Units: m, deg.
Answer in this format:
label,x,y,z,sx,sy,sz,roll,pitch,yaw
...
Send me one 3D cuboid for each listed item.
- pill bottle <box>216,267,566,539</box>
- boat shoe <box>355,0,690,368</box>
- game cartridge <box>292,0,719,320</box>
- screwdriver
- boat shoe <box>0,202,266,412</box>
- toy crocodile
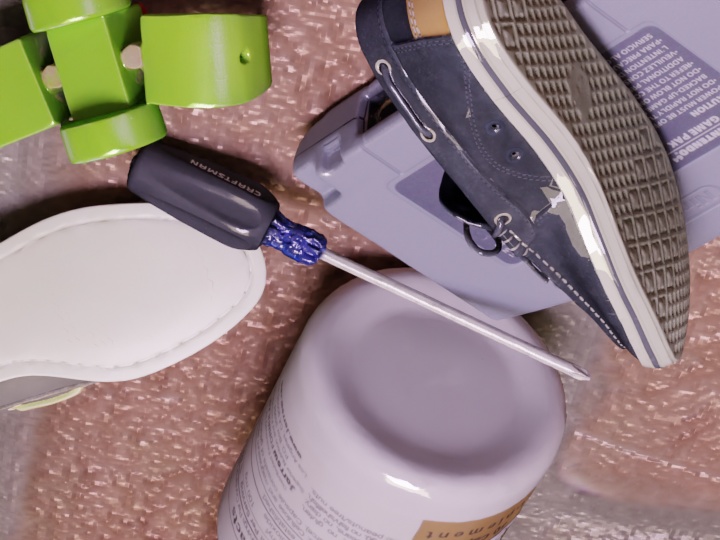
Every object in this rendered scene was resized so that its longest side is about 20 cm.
label,x,y,z,sx,sy,sz,roll,pitch,yaw
pill bottle,0.002,0.099,1.255,0.114,0.114,0.200,15,141,-11
boat shoe,0.063,-0.039,1.058,0.062,0.075,0.200,-13,133,29
game cartridge,0.088,-0.053,1.119,0.133,0.041,0.200,36,133,-27
screwdriver,0.000,0.000,1.163,0.200,0.028,0.029,25,180,4
boat shoe,-0.132,0.019,1.216,0.202,0.072,0.060,-17,178,9
toy crocodile,-0.128,-0.068,1.112,0.200,0.062,0.068,-13,99,25
